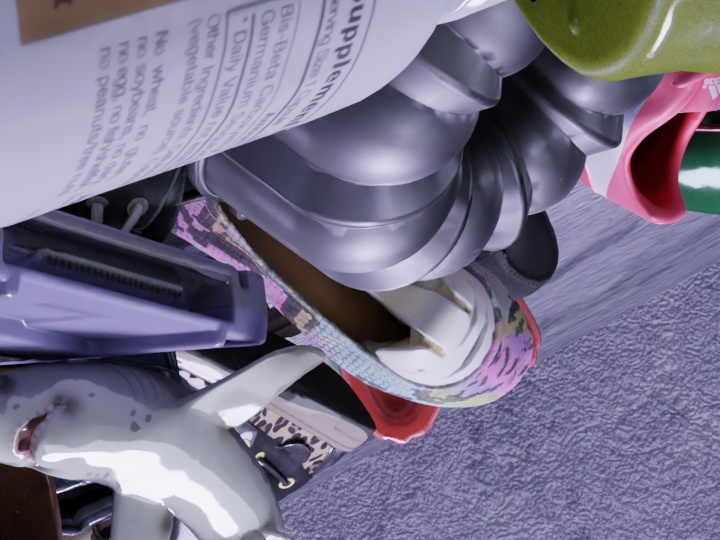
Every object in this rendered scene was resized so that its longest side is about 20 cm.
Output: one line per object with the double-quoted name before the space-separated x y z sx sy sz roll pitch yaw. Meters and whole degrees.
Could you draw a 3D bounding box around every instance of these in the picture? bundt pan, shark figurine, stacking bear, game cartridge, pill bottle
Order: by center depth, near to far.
"pill bottle" -0.042 -0.082 0.458 0.200 0.115 0.114 -22 169 -39
"game cartridge" -0.129 0.008 0.667 0.129 0.039 0.200 -10 168 22
"bundt pan" 0.040 -0.073 0.698 0.202 0.076 0.202 -38 157 -19
"shark figurine" -0.068 0.087 0.777 0.128 0.089 0.215 -32 129 -15
"stacking bear" 0.025 0.035 1.339 0.121 0.114 0.200 -30 -178 -7

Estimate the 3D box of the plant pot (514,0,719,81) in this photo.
"plant pot" 0.136 -0.134 0.568 0.192 0.201 0.200 -14 167 -16

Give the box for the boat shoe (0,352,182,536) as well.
"boat shoe" -0.161 0.060 0.821 0.200 0.091 0.071 -9 151 -22

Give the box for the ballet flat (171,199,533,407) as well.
"ballet flat" 0.000 0.000 0.835 0.069 0.200 0.071 -59 -157 -9

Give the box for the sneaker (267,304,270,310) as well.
"sneaker" -0.119 0.074 1.093 0.200 0.109 0.070 -25 170 -28

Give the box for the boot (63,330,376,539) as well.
"boot" -0.104 0.085 1.009 0.151 0.073 0.200 -48 136 14

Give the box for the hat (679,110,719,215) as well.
"hat" 0.129 -0.044 0.973 0.176 0.200 0.166 -40 164 -16

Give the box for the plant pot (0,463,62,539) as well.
"plant pot" -0.235 0.118 0.730 0.199 0.188 0.187 3 -177 20

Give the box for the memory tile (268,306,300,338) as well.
"memory tile" 0.042 -0.031 1.062 0.200 0.017 0.153 -42 -169 -29

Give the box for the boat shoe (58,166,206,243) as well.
"boat shoe" -0.087 -0.039 0.716 0.200 0.064 0.071 -23 169 -33

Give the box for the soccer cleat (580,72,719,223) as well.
"soccer cleat" 0.128 -0.107 0.826 0.067 0.076 0.200 -22 146 -35

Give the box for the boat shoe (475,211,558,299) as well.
"boat shoe" 0.049 -0.039 0.898 0.063 0.074 0.201 -7 152 23
